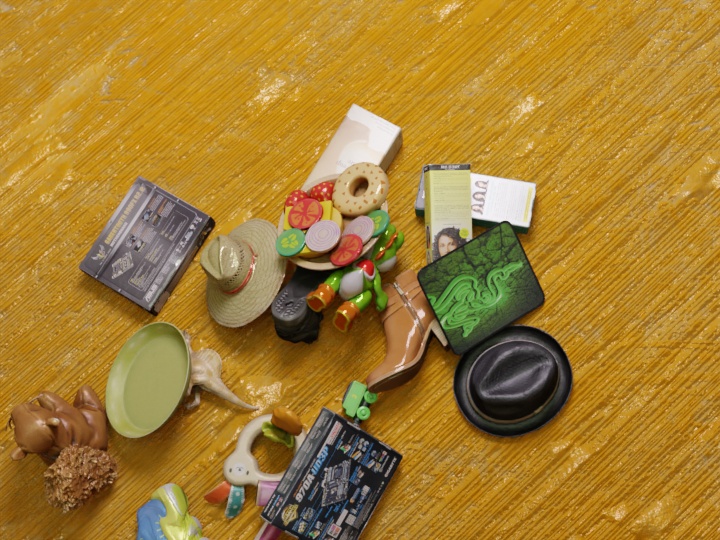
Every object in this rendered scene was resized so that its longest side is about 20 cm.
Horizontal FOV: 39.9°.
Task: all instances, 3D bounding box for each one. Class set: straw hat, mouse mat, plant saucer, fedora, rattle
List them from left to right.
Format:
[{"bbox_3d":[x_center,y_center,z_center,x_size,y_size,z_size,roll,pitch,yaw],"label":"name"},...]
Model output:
[{"bbox_3d":[-0.350,0.185,1.663,0.200,0.031,0.200,-17,60,32],"label":"plant saucer"},{"bbox_3d":[-0.223,-0.012,1.668,0.201,0.085,0.201,-18,58,32],"label":"straw hat"},{"bbox_3d":[-0.172,0.316,1.603,0.200,0.143,0.130,-32,94,-9],"label":"rattle"},{"bbox_3d":[0.203,0.028,1.645,0.200,0.008,0.161,-30,99,-18],"label":"mouse mat"},{"bbox_3d":[0.250,0.174,1.617,0.200,0.092,0.201,-1,75,5],"label":"fedora"}]

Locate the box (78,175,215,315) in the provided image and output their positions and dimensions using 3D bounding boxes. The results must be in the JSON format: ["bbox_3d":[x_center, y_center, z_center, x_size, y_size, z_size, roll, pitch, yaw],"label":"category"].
[{"bbox_3d":[-0.377,-0.044,1.754,0.158,0.048,0.200,29,80,12],"label":"box"}]

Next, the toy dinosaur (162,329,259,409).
[{"bbox_3d":[-0.271,0.185,1.682,0.101,0.058,0.200,-42,76,-7],"label":"toy dinosaur"}]

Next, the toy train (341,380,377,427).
[{"bbox_3d":[-0.032,0.276,1.642,0.056,0.042,0.200,26,79,-1],"label":"toy train"}]

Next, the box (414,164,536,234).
[{"bbox_3d":[0.199,-0.122,1.720,0.200,0.049,0.082,10,77,8],"label":"box"}]

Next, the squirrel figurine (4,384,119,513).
[{"bbox_3d":[-0.483,0.286,1.609,0.141,0.187,0.200,-35,76,-4],"label":"squirrel figurine"}]

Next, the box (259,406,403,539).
[{"bbox_3d":[-0.043,0.343,1.581,0.159,0.046,0.200,36,79,-28],"label":"box"}]

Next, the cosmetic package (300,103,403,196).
[{"bbox_3d":[-0.018,-0.178,1.742,0.105,0.071,0.200,28,80,11],"label":"cosmetic package"}]

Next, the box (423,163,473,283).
[{"bbox_3d":[0.147,-0.078,1.661,0.075,0.050,0.201,-3,90,-8],"label":"box"}]

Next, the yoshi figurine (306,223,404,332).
[{"bbox_3d":[0.000,0.009,1.650,0.112,0.113,0.200,13,52,41],"label":"yoshi figurine"}]

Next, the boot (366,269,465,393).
[{"bbox_3d":[0.059,0.101,1.666,0.200,0.074,0.155,-33,68,-15],"label":"boot"}]

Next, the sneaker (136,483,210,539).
[{"bbox_3d":[-0.303,0.455,1.618,0.105,0.076,0.200,-32,68,9],"label":"sneaker"}]

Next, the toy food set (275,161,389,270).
[{"bbox_3d":[-0.046,-0.085,1.627,0.200,0.049,0.198,-8,56,16],"label":"toy food set"}]

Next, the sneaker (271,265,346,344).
[{"bbox_3d":[-0.085,0.048,1.698,0.076,0.114,0.200,24,52,15],"label":"sneaker"}]

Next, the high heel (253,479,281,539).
[{"bbox_3d":[-0.129,0.436,1.602,0.096,0.067,0.201,6,86,-8],"label":"high heel"}]
